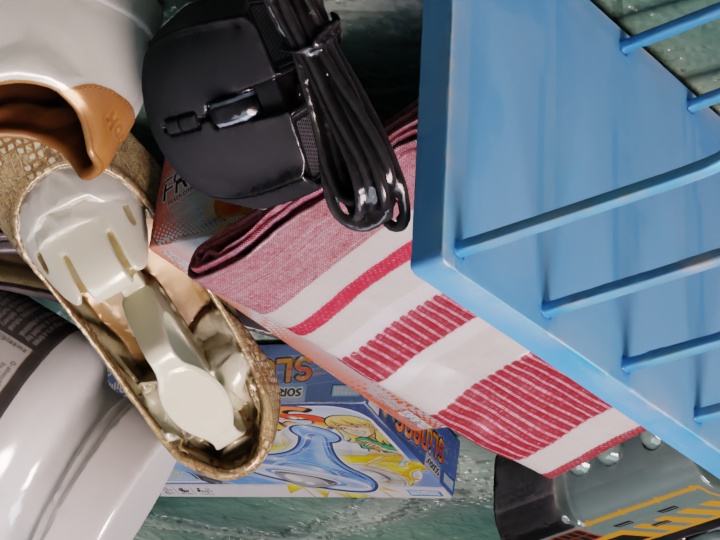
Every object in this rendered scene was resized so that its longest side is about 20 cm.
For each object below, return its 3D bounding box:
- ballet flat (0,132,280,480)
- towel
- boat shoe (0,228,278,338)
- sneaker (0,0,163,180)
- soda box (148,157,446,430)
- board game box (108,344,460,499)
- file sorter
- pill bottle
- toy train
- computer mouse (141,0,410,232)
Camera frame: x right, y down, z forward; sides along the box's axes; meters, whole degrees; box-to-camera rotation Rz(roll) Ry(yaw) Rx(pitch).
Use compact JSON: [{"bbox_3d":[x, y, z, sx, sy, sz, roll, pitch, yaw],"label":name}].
[{"bbox_3d":[-0.090,0.007,0.870,0.070,0.065,0.200,-35,116,5],"label":"ballet flat"},{"bbox_3d":[0.053,0.015,0.821,0.199,0.023,0.144,32,135,-31],"label":"towel"},{"bbox_3d":[-0.101,0.002,0.940,0.199,0.065,0.072,22,152,-26],"label":"boat shoe"},{"bbox_3d":[-0.172,-0.086,0.756,0.198,0.085,0.073,15,156,-10],"label":"sneaker"},{"bbox_3d":[0.000,0.000,0.904,0.068,0.064,0.200,-10,150,34],"label":"soda box"},{"bbox_3d":[-0.062,0.081,1.134,0.198,0.035,0.135,-3,153,23],"label":"board game box"},{"bbox_3d":[0.125,-0.037,0.698,0.122,0.140,0.200,-19,144,35],"label":"file sorter"},{"bbox_3d":[-0.185,0.057,0.955,0.199,0.117,0.117,31,156,6],"label":"pill bottle"},{"bbox_3d":[0.154,0.098,1.028,0.113,0.086,0.200,16,155,-30],"label":"toy train"},{"bbox_3d":[-0.051,-0.081,0.710,0.046,0.141,0.200,-23,-165,-13],"label":"computer mouse"}]
